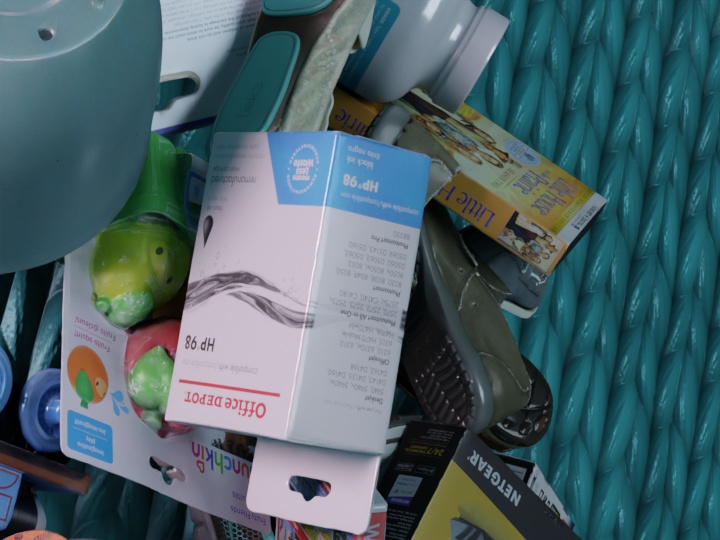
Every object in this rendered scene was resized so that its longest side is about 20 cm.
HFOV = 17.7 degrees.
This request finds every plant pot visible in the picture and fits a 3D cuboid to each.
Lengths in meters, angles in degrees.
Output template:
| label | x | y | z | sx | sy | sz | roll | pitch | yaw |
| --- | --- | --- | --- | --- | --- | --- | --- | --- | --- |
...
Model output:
| label | x | y | z | sx | sy | sz | roll | pitch | yaw |
| --- | --- | --- | --- | --- | --- | --- | --- | --- | --- |
| plant pot | -0.191 | -0.122 | 1.172 | 0.200 | 0.161 | 0.201 | 7 | 63 | -13 |

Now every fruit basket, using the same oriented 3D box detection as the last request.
| label | x | y | z | sx | sy | sz | roll | pitch | yaw |
| --- | --- | --- | --- | --- | --- | --- | --- | --- | --- |
| fruit basket | -0.102 | 0.031 | 1.294 | 0.185 | 0.094 | 0.201 | 31 | 44 | -49 |

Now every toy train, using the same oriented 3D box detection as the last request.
| label | x | y | z | sx | sy | sz | roll | pitch | yaw |
| --- | --- | --- | --- | --- | --- | --- | --- | --- | --- |
| toy train | -0.230 | 0.089 | 1.219 | 0.200 | 0.087 | 0.115 | 30 | 70 | -47 |

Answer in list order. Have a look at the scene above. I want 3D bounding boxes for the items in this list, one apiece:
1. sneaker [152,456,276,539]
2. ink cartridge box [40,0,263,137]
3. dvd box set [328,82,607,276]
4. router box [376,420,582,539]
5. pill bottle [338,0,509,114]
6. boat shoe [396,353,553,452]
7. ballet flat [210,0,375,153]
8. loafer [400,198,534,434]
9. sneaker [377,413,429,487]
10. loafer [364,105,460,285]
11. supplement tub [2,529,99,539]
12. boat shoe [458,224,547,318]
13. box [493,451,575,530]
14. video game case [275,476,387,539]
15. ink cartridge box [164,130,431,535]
| label | x | y | z | sx | sy | sz | roll | pitch | yaw |
| --- | --- | --- | --- | --- | --- | --- | --- | --- | --- |
| sneaker | -0.070 | 0.115 | 1.396 | 0.078 | 0.091 | 0.201 | -36 | 107 | -49 |
| ink cartridge box | -0.141 | -0.173 | 1.342 | 0.199 | 0.041 | 0.201 | -14 | 94 | -22 |
| dvd box set | 0.063 | -0.077 | 1.522 | 0.200 | 0.029 | 0.146 | 35 | 20 | 7 |
| router box | 0.070 | 0.213 | 1.436 | 0.200 | 0.052 | 0.158 | 44 | 63 | -36 |
| pill bottle | -0.008 | -0.179 | 1.450 | 0.200 | 0.111 | 0.111 | 32 | 52 | -2 |
| boat shoe | 0.040 | 0.053 | 1.562 | 0.200 | 0.074 | 0.076 | 46 | 57 | -8 |
| ballet flat | -0.030 | -0.129 | 1.335 | 0.062 | 0.067 | 0.200 | 49 | 59 | -45 |
| loafer | 0.053 | 0.018 | 1.493 | 0.069 | 0.075 | 0.201 | -1 | 61 | -38 |
| sneaker | 0.010 | 0.150 | 1.476 | 0.200 | 0.075 | 0.116 | 14 | 75 | -72 |
| loafer | 0.000 | 0.000 | 1.417 | 0.200 | 0.069 | 0.075 | -64 | -178 | 5 |
| supplement tub | -0.131 | 0.225 | 1.261 | 0.200 | 0.122 | 0.123 | 44 | 51 | -47 |
| boat shoe | 0.108 | -0.012 | 1.617 | 0.073 | 0.062 | 0.200 | 49 | 13 | 11 |
| box | 0.081 | 0.234 | 1.534 | 0.200 | 0.035 | 0.110 | -66 | 152 | -20 |
| video game case | -0.021 | 0.191 | 1.292 | 0.017 | 0.143 | 0.201 | -3 | 111 | -18 |
| ink cartridge box | -0.037 | 0.031 | 1.213 | 0.067 | 0.116 | 0.201 | 13 | 84 | -37 |
